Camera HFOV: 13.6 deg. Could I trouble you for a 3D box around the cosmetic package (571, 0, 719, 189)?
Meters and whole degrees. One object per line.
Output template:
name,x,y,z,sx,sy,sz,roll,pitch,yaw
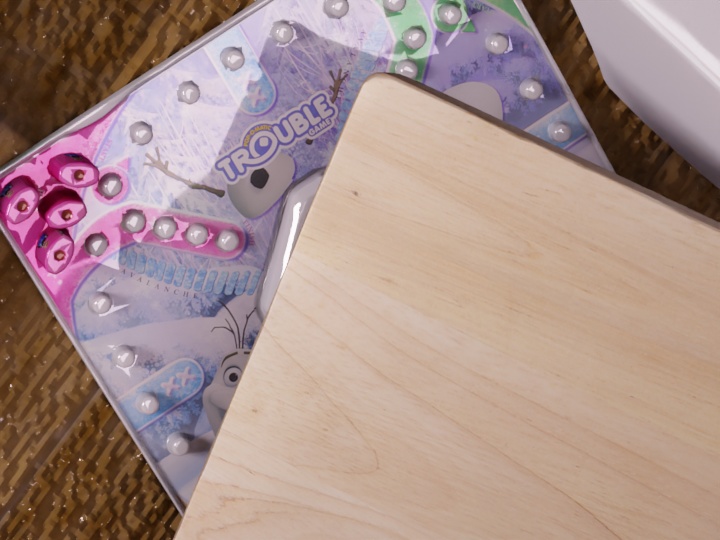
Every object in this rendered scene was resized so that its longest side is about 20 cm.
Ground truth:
cosmetic package,0.192,-0.108,0.993,0.200,0.167,0.166,-45,70,-2

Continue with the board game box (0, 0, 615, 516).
board game box,0.000,0.000,1.071,0.199,0.026,0.201,-33,110,-6

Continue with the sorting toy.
sorting toy,0.062,0.062,1.015,0.199,0.070,0.200,26,102,15
